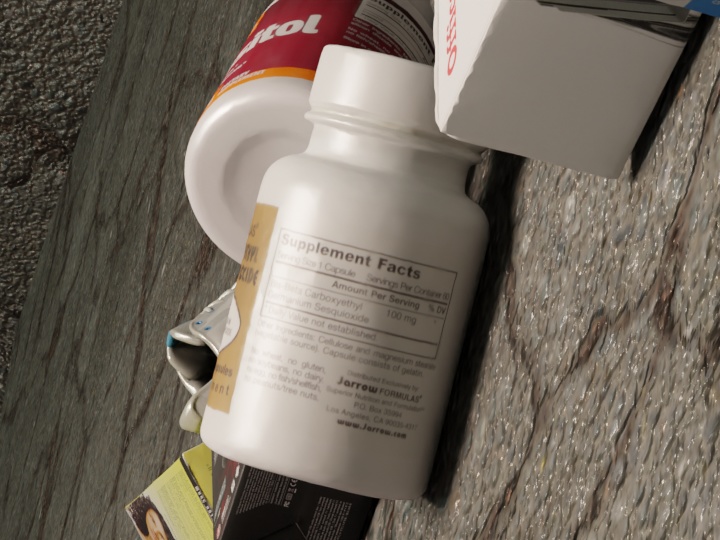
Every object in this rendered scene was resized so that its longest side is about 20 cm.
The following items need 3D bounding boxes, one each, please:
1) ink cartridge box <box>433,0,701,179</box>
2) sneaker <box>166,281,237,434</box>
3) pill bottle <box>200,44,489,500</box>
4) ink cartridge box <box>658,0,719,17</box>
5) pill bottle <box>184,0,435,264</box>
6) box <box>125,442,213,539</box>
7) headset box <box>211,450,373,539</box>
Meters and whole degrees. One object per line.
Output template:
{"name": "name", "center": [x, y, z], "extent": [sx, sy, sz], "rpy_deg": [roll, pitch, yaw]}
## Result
{"name": "ink cartridge box", "center": [0.099, -0.160, 1.130], "extent": [0.145, 0.084, 0.201], "rpy_deg": [-87, 16, -48]}
{"name": "sneaker", "center": [-0.078, 0.036, 1.795], "extent": [0.201, 0.086, 0.075], "rpy_deg": [-88, 14, -52]}
{"name": "pill bottle", "center": [0.000, 0.000, 1.358], "extent": [0.114, 0.114, 0.201], "rpy_deg": [-163, 87, -79]}
{"name": "ink cartridge box", "center": [0.080, -0.179, 0.941], "extent": [0.084, 0.199, 0.146], "rpy_deg": [139, 144, -72]}
{"name": "pill bottle", "center": [-0.017, -0.087, 1.513], "extent": [0.200, 0.112, 0.113], "rpy_deg": [-66, -3, -60]}
{"name": "box", "center": [-0.092, 0.150, 1.734], "extent": [0.076, 0.050, 0.200], "rpy_deg": [61, 160, 6]}
{"name": "headset box", "center": [-0.029, 0.052, 1.543], "extent": [0.200, 0.075, 0.149], "rpy_deg": [-96, 23, -61]}
